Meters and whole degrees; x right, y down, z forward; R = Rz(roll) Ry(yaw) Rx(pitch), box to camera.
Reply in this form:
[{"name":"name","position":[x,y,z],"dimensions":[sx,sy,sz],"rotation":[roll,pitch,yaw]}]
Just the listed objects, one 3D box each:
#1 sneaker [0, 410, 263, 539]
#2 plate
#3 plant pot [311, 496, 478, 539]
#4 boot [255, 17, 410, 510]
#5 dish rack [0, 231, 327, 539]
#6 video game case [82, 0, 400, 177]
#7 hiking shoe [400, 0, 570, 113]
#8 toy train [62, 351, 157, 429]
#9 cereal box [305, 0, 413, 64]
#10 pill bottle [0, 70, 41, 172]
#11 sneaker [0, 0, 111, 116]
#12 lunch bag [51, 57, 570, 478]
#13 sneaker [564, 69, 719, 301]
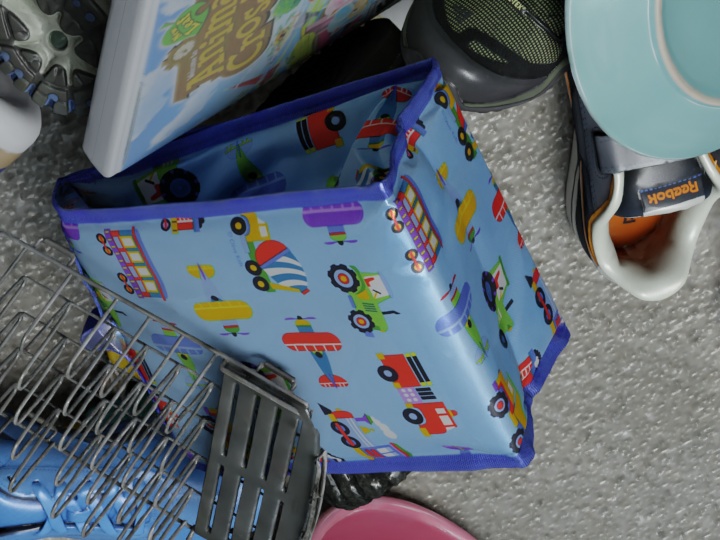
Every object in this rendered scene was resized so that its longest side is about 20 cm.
[{"name":"sneaker","position":[-0.140,0.106,1.341],"dimensions":[0.199,0.079,0.066],"rotation":[8,115,6]},{"name":"plate","position":[0.166,-0.138,1.227],"dimensions":[0.199,0.026,0.201],"rotation":[-23,128,-33]},{"name":"plant pot","position":[-0.009,0.246,1.481],"dimensions":[0.199,0.201,0.179],"rotation":[26,128,-33]},{"name":"boot","position":[0.000,-0.001,1.299],"dimensions":[0.157,0.080,0.211],"rotation":[35,120,-15]},{"name":"dish rack","position":[-0.110,0.067,1.242],"dimensions":[0.199,0.055,0.154],"rotation":[28,144,12]},{"name":"video game case","position":[-0.025,-0.131,1.147],"dimensions":[0.182,0.022,0.200],"rotation":[-33,165,-23]},{"name":"hiking shoe","position":[0.093,-0.147,1.235],"dimensions":[0.200,0.076,0.101],"rotation":[-41,166,-33]},{"name":"toy train","position":[-0.060,0.057,1.398],"dimensions":[0.149,0.056,0.201],"rotation":[13,119,-27]},{"name":"cereal box","position":[0.013,-0.189,1.257],"dimensions":[0.200,0.040,0.144],"rotation":[-45,128,14]},{"name":"pill bottle","position":[-0.243,-0.040,1.222],"dimensions":[0.200,0.116,0.116],"rotation":[-39,128,10]},{"name":"sneaker","position":[-0.155,-0.162,1.201],"dimensions":[0.077,0.085,0.201],"rotation":[-23,112,28]},{"name":"lunch bag","position":[-0.035,0.015,1.222],"dimensions":[0.199,0.094,0.151],"rotation":[-11,123,27]},{"name":"sneaker","position":[0.136,-0.078,1.361],"dimensions":[0.078,0.080,0.201],"rotation":[-14,126,-9]}]
